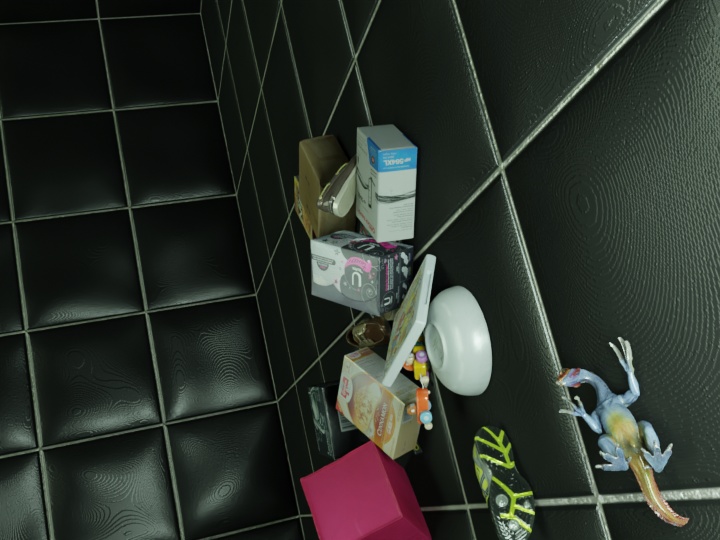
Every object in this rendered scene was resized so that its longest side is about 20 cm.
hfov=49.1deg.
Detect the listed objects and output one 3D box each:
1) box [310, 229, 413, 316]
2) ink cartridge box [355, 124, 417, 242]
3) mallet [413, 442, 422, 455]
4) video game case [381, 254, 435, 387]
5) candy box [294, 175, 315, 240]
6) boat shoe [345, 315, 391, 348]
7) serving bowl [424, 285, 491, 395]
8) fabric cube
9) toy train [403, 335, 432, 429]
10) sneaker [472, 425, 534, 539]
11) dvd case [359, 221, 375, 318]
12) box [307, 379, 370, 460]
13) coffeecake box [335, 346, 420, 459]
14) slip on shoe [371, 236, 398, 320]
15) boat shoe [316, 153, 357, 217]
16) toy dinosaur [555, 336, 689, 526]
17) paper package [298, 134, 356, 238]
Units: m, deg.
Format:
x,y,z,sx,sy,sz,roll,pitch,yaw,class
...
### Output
x,y,z,sx,sy,sz,roll,pitch,yaw,class
0.000,0.000,1.658,0.200,0.115,0.133,15,114,39,box
0.050,-0.177,1.600,0.146,0.084,0.201,-125,31,-56,ink cartridge box
0.080,0.330,1.790,0.041,0.066,0.200,86,166,-60,mallet
0.092,0.096,1.513,0.182,0.023,0.200,-76,6,-46,video game case
-0.142,-0.181,2.277,0.200,0.055,0.116,-121,27,-51,candy box
0.020,0.152,1.859,0.076,0.072,0.200,64,160,2,boat shoe
0.162,0.131,1.420,0.200,0.066,0.201,170,90,-73,serving bowl
0.012,0.538,1.769,0.199,0.200,0.196,52,-168,-52,fabric cube
0.107,0.213,1.543,0.200,0.055,0.151,-82,-13,-73,toy train
0.236,0.361,1.305,0.077,0.075,0.200,91,172,-53,sneaker
0.023,-0.002,1.887,0.146,0.022,0.200,-116,22,-44,dvd case
-0.055,0.407,2.185,0.197,0.124,0.201,150,110,-74,box
0.042,0.289,1.740,0.200,0.073,0.154,35,127,39,coffeecake box
0.047,0.017,1.747,0.076,0.060,0.201,-132,37,-61,slip on shoe
-0.025,-0.198,1.688,0.059,0.200,0.072,15,148,25,boat shoe
0.302,0.191,0.968,0.182,0.105,0.201,-81,-26,-77,toy dinosaur
-0.084,-0.207,1.994,0.200,0.103,0.191,-117,23,-45,paper package
